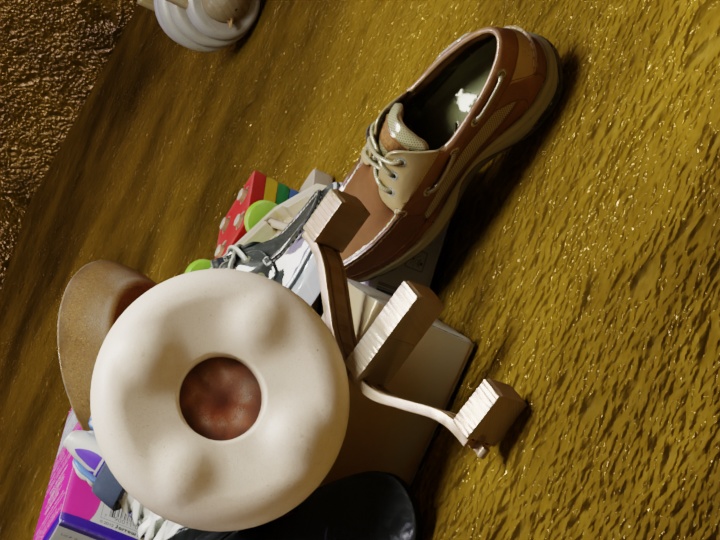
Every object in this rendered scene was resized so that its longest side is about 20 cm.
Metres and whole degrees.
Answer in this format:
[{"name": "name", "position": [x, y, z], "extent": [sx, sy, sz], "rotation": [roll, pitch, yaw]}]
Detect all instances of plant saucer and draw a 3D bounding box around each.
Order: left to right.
[{"name": "plant saucer", "position": [-0.185, 0.084, 1.685], "extent": [0.035, 0.200, 0.201], "rotation": [-17, 40, 26]}]

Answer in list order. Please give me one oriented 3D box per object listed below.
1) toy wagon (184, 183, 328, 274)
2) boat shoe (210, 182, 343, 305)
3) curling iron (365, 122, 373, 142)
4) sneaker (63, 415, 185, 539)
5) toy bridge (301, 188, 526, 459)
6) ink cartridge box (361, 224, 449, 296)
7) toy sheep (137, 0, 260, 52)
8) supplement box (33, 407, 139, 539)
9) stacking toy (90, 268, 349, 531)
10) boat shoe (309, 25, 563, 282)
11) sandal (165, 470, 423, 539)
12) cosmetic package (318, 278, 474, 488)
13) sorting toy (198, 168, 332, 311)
[{"name": "toy wagon", "position": [-0.088, 0.011, 1.482], "extent": [0.200, 0.040, 0.155], "rotation": [-45, 20, -11]}, {"name": "boat shoe", "position": [-0.075, 0.015, 1.364], "extent": [0.201, 0.071, 0.072], "rotation": [-55, 9, 6]}, {"name": "curling iron", "position": [0.045, -0.098, 1.384], "extent": [0.050, 0.025, 0.200], "rotation": [71, 160, 1]}, {"name": "sneaker", "position": [-0.163, 0.177, 1.478], "extent": [0.081, 0.146, 0.200], "rotation": [-59, 16, 24]}, {"name": "toy bridge", "position": [0.019, 0.038, 1.107], "extent": [0.067, 0.027, 0.200], "rotation": [-53, 48, 17]}, {"name": "ink cartridge box", "position": [0.000, 0.000, 1.357], "extent": [0.200, 0.057, 0.164], "rotation": [0, 72, 69]}, {"name": "toy sheep", "position": [-0.191, -0.329, 2.374], "extent": [0.139, 0.137, 0.200], "rotation": [-67, 24, -3]}, {"name": "supplement box", "position": [-0.218, 0.187, 1.745], "extent": [0.104, 0.101, 0.201], "rotation": [-54, 19, 42]}, {"name": "stacking toy", "position": [-0.088, 0.084, 1.172], "extent": [0.200, 0.145, 0.147], "rotation": [128, 163, -78]}, {"name": "boat shoe", "position": [0.035, -0.079, 1.216], "extent": [0.200, 0.074, 0.076], "rotation": [-47, 55, 16]}, {"name": "sandal", "position": [-0.061, 0.168, 1.123], "extent": [0.199, 0.076, 0.048], "rotation": [-28, -15, 15]}, {"name": "cosmetic package", "position": [-0.013, 0.113, 1.202], "extent": [0.201, 0.071, 0.105], "rotation": [-66, 16, 1]}, {"name": "sorting toy", "position": [-0.104, 0.035, 1.642], "extent": [0.200, 0.069, 0.200], "rotation": [-55, 19, 37]}]
